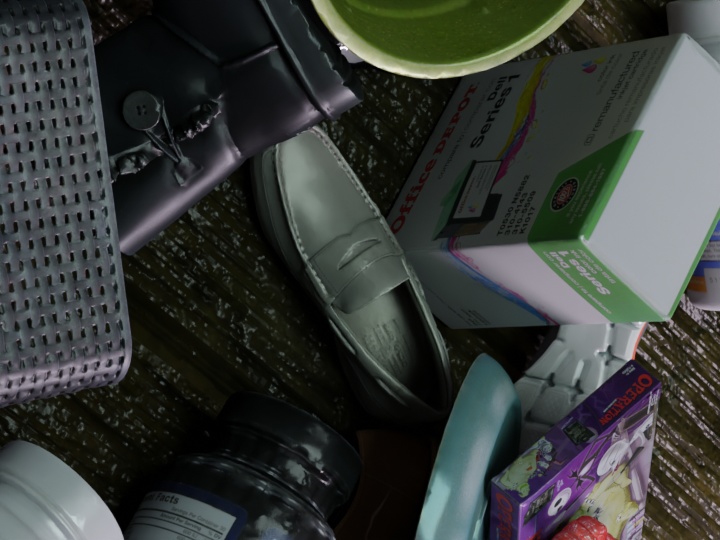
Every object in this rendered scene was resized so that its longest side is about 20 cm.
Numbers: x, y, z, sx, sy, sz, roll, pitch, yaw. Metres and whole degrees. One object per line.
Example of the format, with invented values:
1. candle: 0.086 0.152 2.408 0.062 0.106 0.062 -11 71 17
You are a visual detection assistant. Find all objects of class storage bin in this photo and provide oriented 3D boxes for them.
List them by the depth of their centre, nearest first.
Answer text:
1. storage bin: -0.197 -0.035 1.187 0.094 0.135 0.200 -10 96 -38

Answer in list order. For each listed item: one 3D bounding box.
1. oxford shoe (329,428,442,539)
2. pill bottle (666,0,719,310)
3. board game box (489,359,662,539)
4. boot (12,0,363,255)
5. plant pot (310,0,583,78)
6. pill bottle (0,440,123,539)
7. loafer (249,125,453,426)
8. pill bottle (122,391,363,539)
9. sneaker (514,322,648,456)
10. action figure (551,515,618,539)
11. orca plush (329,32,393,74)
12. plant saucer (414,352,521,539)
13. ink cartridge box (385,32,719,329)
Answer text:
1. oxford shoe: -0.001 0.189 1.397 0.071 0.071 0.200 14 79 -10
2. pill bottle: 0.254 -0.081 1.558 0.112 0.112 0.200 -15 99 -37
3. board game box: 0.124 0.150 1.427 0.120 0.032 0.200 -35 149 -22
4. boot: -0.116 -0.126 1.249 0.168 0.076 0.200 -30 97 9
5. plant pot: 0.016 -0.232 1.304 0.200 0.190 0.200 -14 124 -23
6. pill bottle: -0.213 0.180 1.189 0.200 0.112 0.113 -46 116 -30
7. loafer: 0.000 0.000 1.381 0.070 0.070 0.200 -37 111 -23
8. pill bottle: -0.081 0.170 1.293 0.112 0.112 0.200 43 65 -30
9. sneaker: 0.140 0.060 1.491 0.077 0.082 0.200 26 96 7
10. action figure: 0.138 0.192 1.422 0.065 0.052 0.200 -42 150 -5
11. orca plush: -0.020 -0.124 1.369 0.200 0.105 0.071 -16 137 -54
12. plant saucer: 0.060 0.147 1.376 0.200 0.027 0.200 12 90 -78
13. ink cartridge box: 0.116 -0.048 1.395 0.084 0.200 0.145 40 66 -27
